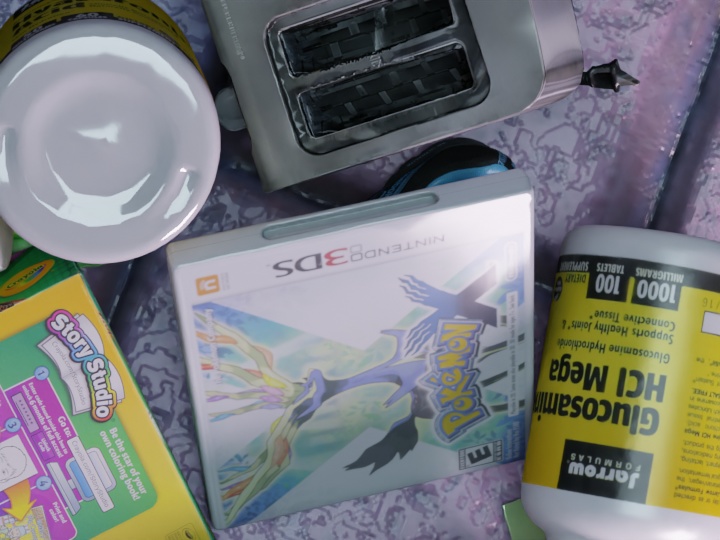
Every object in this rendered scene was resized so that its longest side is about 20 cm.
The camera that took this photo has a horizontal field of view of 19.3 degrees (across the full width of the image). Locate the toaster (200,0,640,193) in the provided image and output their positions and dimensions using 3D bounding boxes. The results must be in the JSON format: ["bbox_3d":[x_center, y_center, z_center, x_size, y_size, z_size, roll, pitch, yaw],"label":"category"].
[{"bbox_3d":[0.013,-0.146,1.063,0.199,0.119,0.181,-16,96,17],"label":"toaster"}]

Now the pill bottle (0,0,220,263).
[{"bbox_3d":[-0.130,-0.080,1.027,0.111,0.200,0.112,-2,105,-9],"label":"pill bottle"}]

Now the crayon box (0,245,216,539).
[{"bbox_3d":[-0.159,0.097,1.075,0.119,0.058,0.200,-26,115,-6],"label":"crayon box"}]

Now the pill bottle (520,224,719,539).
[{"bbox_3d":[0.146,0.083,1.118,0.112,0.112,0.201,10,85,-9],"label":"pill bottle"}]

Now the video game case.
[{"bbox_3d":[0.001,0.045,1.087,0.182,0.022,0.200,-12,135,-8],"label":"video game case"}]

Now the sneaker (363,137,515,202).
[{"bbox_3d":[0.000,0.000,1.116,0.200,0.082,0.073,-43,99,-4],"label":"sneaker"}]

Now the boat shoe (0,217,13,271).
[{"bbox_3d":[-0.223,-0.076,1.059,0.064,0.071,0.200,-21,60,1],"label":"boat shoe"}]

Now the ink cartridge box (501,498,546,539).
[{"bbox_3d":[0.174,0.208,1.169,0.145,0.048,0.201,-16,97,-7],"label":"ink cartridge box"}]

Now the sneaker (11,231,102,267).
[{"bbox_3d":[-0.206,0.004,1.099,0.199,0.074,0.084,-16,121,-12],"label":"sneaker"}]
